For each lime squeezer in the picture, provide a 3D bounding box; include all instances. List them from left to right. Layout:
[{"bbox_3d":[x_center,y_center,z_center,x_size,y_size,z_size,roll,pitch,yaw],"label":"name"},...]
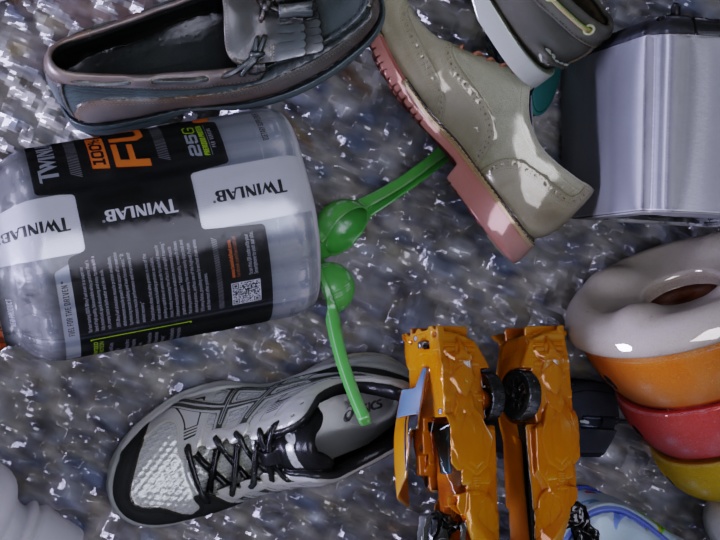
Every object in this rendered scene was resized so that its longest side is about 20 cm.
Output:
[{"bbox_3d":[0.000,0.000,1.235,0.070,0.038,0.201,19,60,0],"label":"lime squeezer"}]

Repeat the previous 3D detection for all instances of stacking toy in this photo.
[{"bbox_3d":[0.215,0.090,1.247,0.145,0.146,0.201,-21,108,-10],"label":"stacking toy"}]

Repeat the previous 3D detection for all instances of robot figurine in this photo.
[{"bbox_3d":[0.077,0.132,1.193,0.144,0.058,0.201,2,84,-34],"label":"robot figurine"}]

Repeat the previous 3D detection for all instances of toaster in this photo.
[{"bbox_3d":[0.228,-0.085,1.213,0.180,0.200,0.119,2,89,-13],"label":"toaster"}]

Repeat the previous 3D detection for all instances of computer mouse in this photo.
[{"bbox_3d":[0.168,0.098,1.295,0.199,0.034,0.059,4,92,-13],"label":"computer mouse"}]

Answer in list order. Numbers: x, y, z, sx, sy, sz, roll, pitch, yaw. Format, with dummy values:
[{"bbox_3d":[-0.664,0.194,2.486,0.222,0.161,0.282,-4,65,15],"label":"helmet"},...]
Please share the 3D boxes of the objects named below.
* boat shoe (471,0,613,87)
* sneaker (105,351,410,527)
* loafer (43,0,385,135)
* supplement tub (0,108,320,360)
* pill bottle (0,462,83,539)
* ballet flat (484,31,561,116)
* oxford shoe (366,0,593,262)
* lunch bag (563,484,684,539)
[{"bbox_3d":[0.070,-0.201,1.167,0.060,0.072,0.202,-28,108,22],"label":"boat shoe"},{"bbox_3d":[-0.055,0.098,1.221,0.199,0.088,0.076,-22,99,-8],"label":"sneaker"},{"bbox_3d":[-0.084,-0.130,1.183,0.199,0.063,0.072,-18,67,6],"label":"loafer"},{"bbox_3d":[-0.130,-0.018,1.180,0.199,0.123,0.123,-11,96,-12],"label":"supplement tub"},{"bbox_3d":[-0.264,0.138,1.165,0.199,0.113,0.114,32,87,-12],"label":"pill bottle"},{"bbox_3d":[0.098,-0.193,1.244,0.074,0.074,0.201,5,109,-12],"label":"ballet flat"},{"bbox_3d":[0.063,-0.106,1.226,0.074,0.071,0.200,-34,87,8],"label":"oxford shoe"},{"bbox_3d":[0.137,0.244,1.273,0.160,0.082,0.200,35,86,-13],"label":"lunch bag"}]
